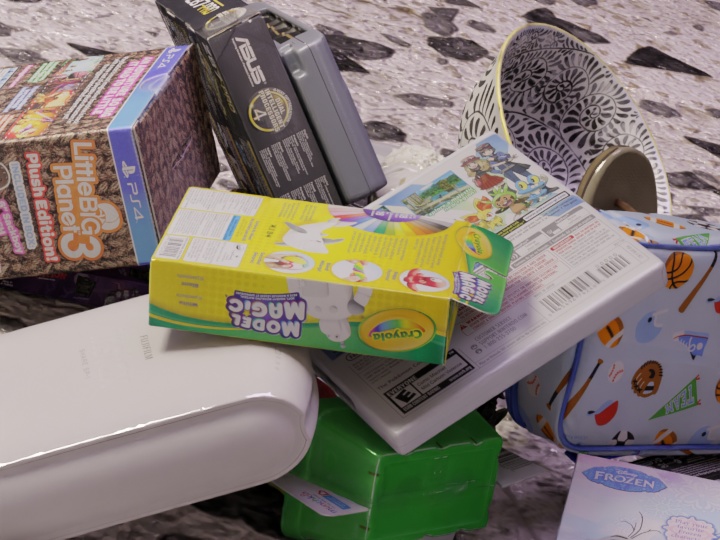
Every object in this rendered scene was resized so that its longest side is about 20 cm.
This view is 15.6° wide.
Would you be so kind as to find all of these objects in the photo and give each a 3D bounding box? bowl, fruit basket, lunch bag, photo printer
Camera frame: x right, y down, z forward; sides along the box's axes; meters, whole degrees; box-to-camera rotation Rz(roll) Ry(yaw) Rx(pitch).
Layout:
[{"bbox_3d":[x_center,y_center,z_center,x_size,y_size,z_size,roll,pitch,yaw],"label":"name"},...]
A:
[{"bbox_3d":[0.132,-0.072,1.933,0.200,0.094,0.201,30,46,-37],"label":"bowl"},{"bbox_3d":[-0.018,0.110,1.627,0.185,0.094,0.200,-5,15,-43],"label":"fruit basket"},{"bbox_3d":[0.184,0.046,1.692,0.200,0.161,0.076,3,16,-37],"label":"lunch bag"},{"bbox_3d":[-0.125,0.076,1.523,0.199,0.070,0.166,-15,28,-4],"label":"photo printer"}]

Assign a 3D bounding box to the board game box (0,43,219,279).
[{"bbox_3d":[-0.214,-0.070,1.760,0.199,0.097,0.160,-5,23,14],"label":"board game box"}]

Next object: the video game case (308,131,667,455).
[{"bbox_3d":[0.054,0.009,1.598,0.200,0.022,0.182,-32,44,-16],"label":"video game case"}]

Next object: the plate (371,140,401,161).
[{"bbox_3d":[0.061,-0.064,2.058,0.199,0.032,0.200,24,9,34],"label":"plate"}]

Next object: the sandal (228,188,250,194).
[{"bbox_3d":[-0.111,-0.008,1.809,0.054,0.082,0.200,4,15,13],"label":"sandal"}]

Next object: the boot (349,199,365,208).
[{"bbox_3d":[0.059,0.003,1.922,0.200,0.073,0.182,26,9,7],"label":"boot"}]

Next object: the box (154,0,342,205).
[{"bbox_3d":[-0.071,-0.099,1.849,0.049,0.200,0.161,-26,20,-7],"label":"box"}]

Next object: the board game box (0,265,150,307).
[{"bbox_3d":[-0.200,-0.029,1.878,0.120,0.032,0.200,15,22,-14],"label":"board game box"}]

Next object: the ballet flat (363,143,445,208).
[{"bbox_3d":[0.031,-0.023,1.856,0.072,0.072,0.200,11,52,-13],"label":"ballet flat"}]

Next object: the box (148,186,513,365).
[{"bbox_3d":[-0.014,0.003,1.527,0.199,0.049,0.117,6,24,7],"label":"box"}]

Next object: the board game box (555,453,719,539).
[{"bbox_3d":[0.207,0.195,1.535,0.199,0.043,0.199,11,32,8],"label":"board game box"}]

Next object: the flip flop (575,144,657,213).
[{"bbox_3d":[0.184,0.013,1.827,0.081,0.201,0.057,18,-15,-41],"label":"flip flop"}]

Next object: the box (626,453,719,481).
[{"bbox_3d":[0.275,0.175,1.698,0.193,0.048,0.200,34,28,34],"label":"box"}]

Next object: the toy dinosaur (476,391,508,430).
[{"bbox_3d":[0.085,0.031,1.723,0.102,0.136,0.200,39,-5,41],"label":"toy dinosaur"}]

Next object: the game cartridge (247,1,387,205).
[{"bbox_3d":[-0.037,-0.116,1.869,0.040,0.134,0.200,-23,19,-10],"label":"game cartridge"}]
